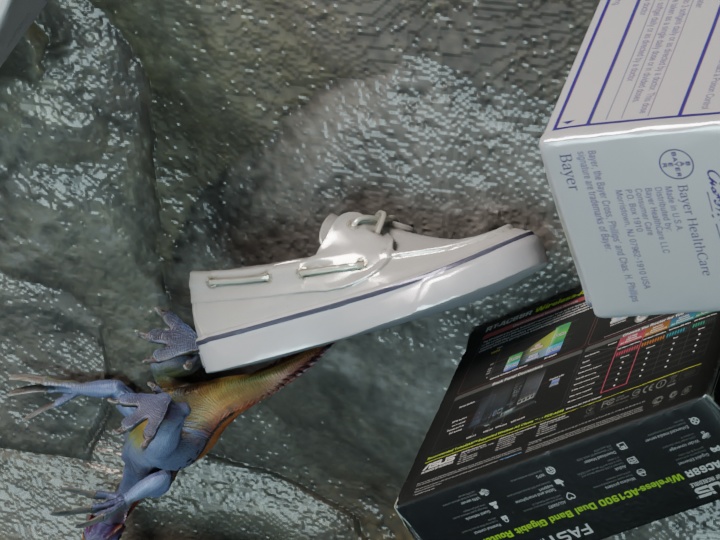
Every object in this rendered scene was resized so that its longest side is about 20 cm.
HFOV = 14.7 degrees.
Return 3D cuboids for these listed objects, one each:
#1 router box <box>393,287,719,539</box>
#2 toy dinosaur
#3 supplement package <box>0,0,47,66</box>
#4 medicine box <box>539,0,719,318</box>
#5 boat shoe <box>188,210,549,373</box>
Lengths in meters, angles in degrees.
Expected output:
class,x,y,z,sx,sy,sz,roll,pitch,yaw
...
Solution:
class,x,y,z,sx,sy,sz,roll,pitch,yaw
router box,0.127,0.066,1.411,0.200,0.150,0.062,-23,116,35
toy dinosaur,-0.112,0.109,1.591,0.199,0.105,0.182,3,150,4
supplement package,-0.244,-0.193,1.371,0.200,0.121,0.120,28,132,-2
medicine box,0.203,-0.077,1.243,0.200,0.182,0.103,-3,126,24
boat shoe,0.000,0.000,1.470,0.200,0.072,0.066,-17,88,26
